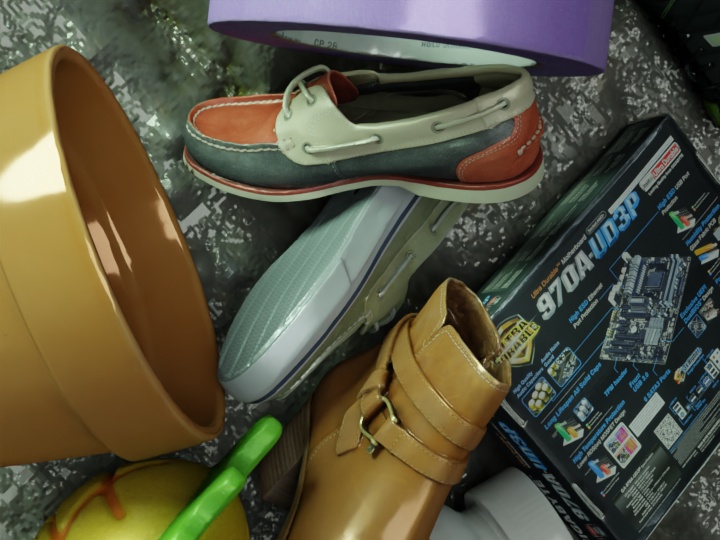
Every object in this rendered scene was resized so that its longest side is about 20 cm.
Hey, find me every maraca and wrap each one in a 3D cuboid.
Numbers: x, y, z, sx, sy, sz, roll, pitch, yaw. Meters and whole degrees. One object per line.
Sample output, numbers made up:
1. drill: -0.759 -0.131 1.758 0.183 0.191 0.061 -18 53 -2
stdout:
1. maraca: -0.104 0.145 0.745 0.107 0.137 0.200 40 124 -5

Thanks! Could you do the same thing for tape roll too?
1. tape roll: 0.026 -0.140 0.737 0.199 0.200 0.066 5 93 -16

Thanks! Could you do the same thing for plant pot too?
1. plant pot: -0.166 0.011 0.715 0.139 0.200 0.201 -22 101 4

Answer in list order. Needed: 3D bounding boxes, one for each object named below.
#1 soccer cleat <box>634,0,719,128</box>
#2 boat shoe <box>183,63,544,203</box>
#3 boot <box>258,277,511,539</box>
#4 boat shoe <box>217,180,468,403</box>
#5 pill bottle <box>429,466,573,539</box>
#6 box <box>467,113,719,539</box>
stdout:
1. soccer cleat: 0.214 -0.127 0.864 0.199 0.068 0.081 26 101 -17
2. boat shoe: -0.003 -0.076 0.763 0.199 0.071 0.063 4 136 20
3. boot: 0.022 0.108 0.723 0.073 0.201 0.155 27 118 -37
4. boat shoe: 0.000 0.000 0.788 0.062 0.072 0.200 49 60 -21
5. pill bottle: 0.023 0.197 0.818 0.199 0.110 0.110 -30 102 -10
6. box: 0.154 0.035 0.848 0.159 0.046 0.200 48 69 -14
